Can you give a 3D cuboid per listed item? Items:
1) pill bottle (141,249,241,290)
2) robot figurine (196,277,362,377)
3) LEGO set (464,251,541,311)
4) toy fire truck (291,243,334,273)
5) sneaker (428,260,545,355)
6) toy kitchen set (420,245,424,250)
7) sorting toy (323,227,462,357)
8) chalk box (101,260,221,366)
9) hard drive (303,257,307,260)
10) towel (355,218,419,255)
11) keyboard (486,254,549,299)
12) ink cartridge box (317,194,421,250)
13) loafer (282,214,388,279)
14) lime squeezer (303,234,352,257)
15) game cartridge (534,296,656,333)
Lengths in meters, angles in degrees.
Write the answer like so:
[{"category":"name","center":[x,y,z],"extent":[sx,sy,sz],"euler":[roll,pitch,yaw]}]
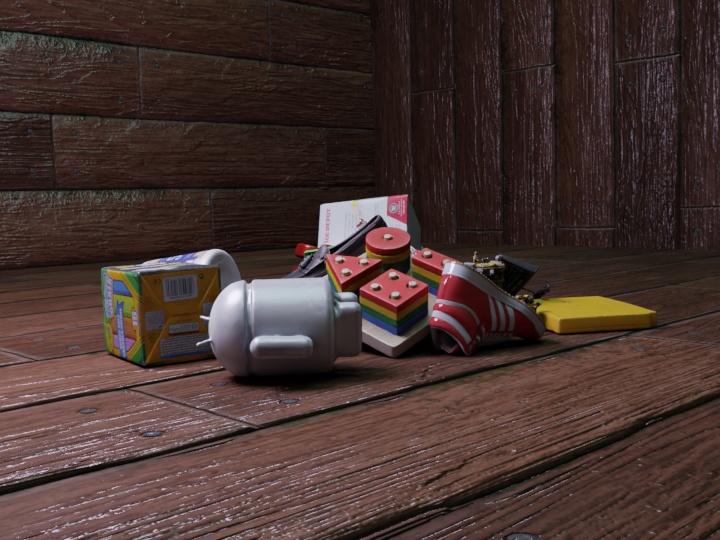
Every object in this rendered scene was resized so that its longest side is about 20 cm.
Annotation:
[{"category":"pill bottle","center":[-0.297,0.040,1.371],"extent":[0.196,0.123,0.119],"euler":[-8,2,22]},{"category":"robot figurine","center":[-0.097,0.068,1.038],"extent":[0.195,0.116,0.170],"euler":[-2,11,-7]},{"category":"LEGO set","center":[0.177,0.033,1.345],"extent":[0.195,0.119,0.154],"euler":[-3,5,-14]},{"category":"toy fire truck","center":[-0.042,0.025,1.687],"extent":[0.166,0.115,0.198],"euler":[19,-8,-39]},{"category":"sneaker","center":[0.170,0.081,1.189],"extent":[0.198,0.115,0.071],"euler":[31,-16,-30]},{"category":"toy kitchen set","center":[0.080,0.019,1.976],"extent":[0.162,0.181,0.201],"euler":[-37,-32,-3]},{"category":"sorting toy","center":[0.039,0.014,1.236],"extent":[0.197,0.071,0.198],"euler":[24,40,37]},{"category":"chalk box","center":[-0.289,0.055,1.219],"extent":[0.123,0.127,0.198],"euler":[-6,5,-33]},{"category":"hard drive","center":[0.000,0.000,1.485],"extent":[0.132,0.043,0.198],"euler":[-6,9,-32]},{"category":"towel","center":[0.096,-0.027,1.510],"extent":[0.198,0.023,0.143],"euler":[31,-1,38]},{"category":"keyboard","center":[0.267,0.031,1.499],"extent":[0.124,0.021,0.201],"euler":[18,-20,-1]},{"category":"ink cartridge box","center":[0.020,-0.053,1.829],"extent":[0.195,0.149,0.145],"euler":[-4,-28,15]},{"category":"loafer","center":[-0.041,-0.027,1.376],"extent":[0.197,0.064,0.072],"euler":[-25,21,-14]},{"category":"lime squeezer","center":[0.004,-0.040,1.473],"extent":[0.196,0.039,0.070],"euler":[4,9,28]},{"category":"game cartridge","center":[0.355,0.072,1.395],"extent":[0.172,0.033,0.200],"euler":[-2,7,-12]}]
